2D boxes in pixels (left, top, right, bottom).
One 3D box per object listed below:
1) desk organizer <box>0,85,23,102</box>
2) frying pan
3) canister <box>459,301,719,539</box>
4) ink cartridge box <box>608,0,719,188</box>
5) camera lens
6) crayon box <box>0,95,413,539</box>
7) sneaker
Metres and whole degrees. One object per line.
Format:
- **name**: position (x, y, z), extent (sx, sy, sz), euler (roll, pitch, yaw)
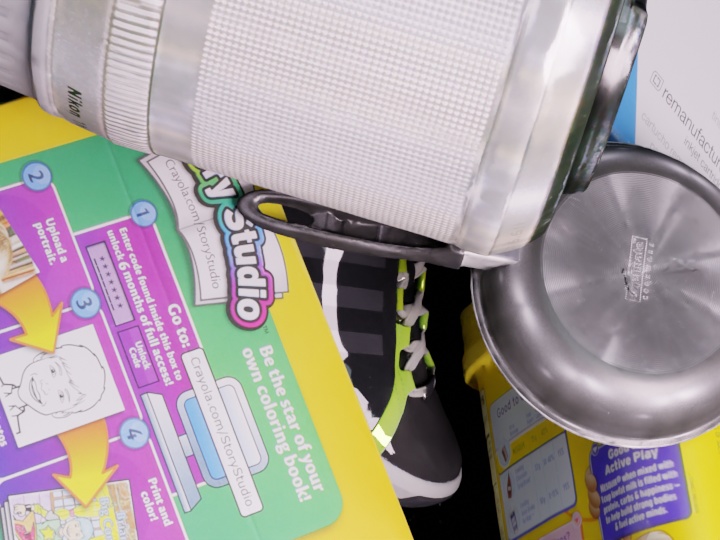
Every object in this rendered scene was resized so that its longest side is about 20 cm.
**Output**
- **desk organizer**: position (-0.209, -0.088, 0.753), extent (0.199, 0.072, 0.077), euler (-6, 77, -38)
- **frying pan**: position (0.065, -0.016, 0.732), extent (0.190, 0.031, 0.115), euler (34, 67, 0)
- **canister**: position (0.109, 0.093, 0.793), extent (0.086, 0.149, 0.201), euler (3, 67, -25)
- **ink cartridge box**: position (0.110, -0.127, 0.855), extent (0.145, 0.083, 0.201), euler (44, 58, -36)
- **camera lens**: position (-0.008, -0.103, 0.664), extent (0.199, 0.160, 0.161), euler (17, 73, 2)
- **crayon box**: position (-0.096, 0.040, 0.720), extent (0.172, 0.058, 0.201), euler (-18, 82, -24)
- **sneaker**: position (0.000, 0.000, 0.809), extent (0.083, 0.072, 0.201), euler (-27, 101, 19)
